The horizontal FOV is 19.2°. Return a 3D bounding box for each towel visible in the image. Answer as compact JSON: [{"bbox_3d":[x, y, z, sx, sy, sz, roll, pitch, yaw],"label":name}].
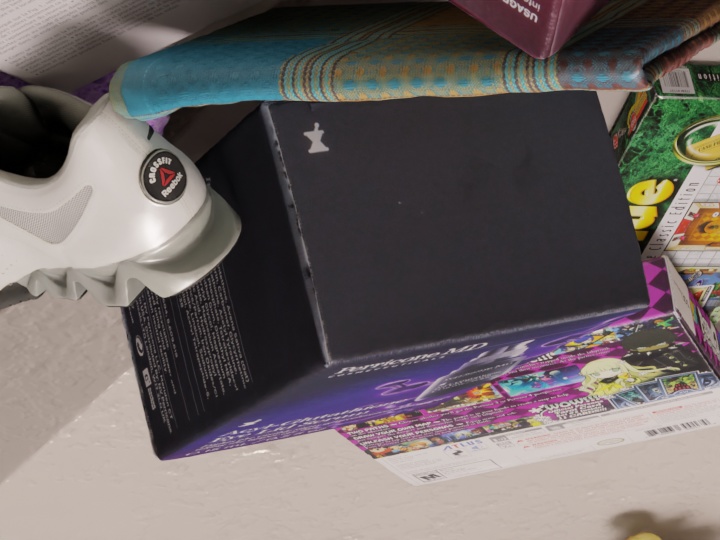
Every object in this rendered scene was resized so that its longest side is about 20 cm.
[{"bbox_3d":[0.027,-0.079,0.767,0.199,0.022,0.147,1,-164,25],"label":"towel"}]

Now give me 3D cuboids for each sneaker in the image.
[{"bbox_3d":[-0.139,-0.034,0.833,0.199,0.074,0.089,-8,127,42],"label":"sneaker"}]

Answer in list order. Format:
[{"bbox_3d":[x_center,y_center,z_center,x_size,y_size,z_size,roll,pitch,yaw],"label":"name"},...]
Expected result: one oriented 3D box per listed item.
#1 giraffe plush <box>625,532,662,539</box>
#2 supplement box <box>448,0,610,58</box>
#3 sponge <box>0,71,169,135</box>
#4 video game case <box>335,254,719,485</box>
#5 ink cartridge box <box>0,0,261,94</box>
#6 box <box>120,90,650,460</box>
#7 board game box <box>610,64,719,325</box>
[{"bbox_3d":[0.177,0.248,1.375,0.172,0.200,0.163,24,107,-37],"label":"giraffe plush"},{"bbox_3d":[0.069,-0.178,0.636,0.110,0.086,0.200,-41,156,-30],"label":"supplement box"},{"bbox_3d":[-0.190,-0.054,0.889,0.199,0.030,0.112,5,146,-22],"label":"sponge"},{"bbox_3d":[0.087,0.058,1.102,0.199,0.036,0.181,-13,156,18],"label":"video game case"},{"bbox_3d":[-0.075,-0.134,0.732,0.199,0.045,0.176,-23,162,21],"label":"ink cartridge box"},{"bbox_3d":[0.000,0.000,0.878,0.147,0.105,0.200,-9,170,-25],"label":"box"},{"bbox_3d":[0.155,-0.030,1.022,0.104,0.024,0.200,2,147,-13],"label":"board game box"}]
